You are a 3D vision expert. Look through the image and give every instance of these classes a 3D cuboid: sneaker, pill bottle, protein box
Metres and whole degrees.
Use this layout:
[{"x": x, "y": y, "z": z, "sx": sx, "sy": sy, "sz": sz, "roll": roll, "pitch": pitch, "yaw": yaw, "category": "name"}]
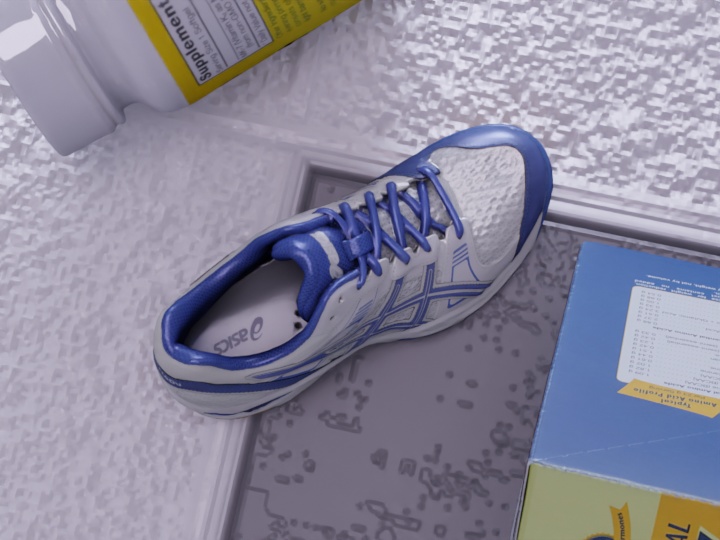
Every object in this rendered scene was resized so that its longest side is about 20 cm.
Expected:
[{"x": 0.000, "y": 0.000, "z": 0.838, "sx": 0.200, "sy": 0.088, "sz": 0.075, "roll": -35, "pitch": 77, "yaw": -3, "category": "sneaker"}, {"x": -0.072, "y": -0.142, "z": 0.855, "sx": 0.200, "sy": 0.114, "sz": 0.115, "roll": -31, "pitch": 79, "yaw": -1, "category": "pill bottle"}, {"x": 0.158, "y": 0.104, "z": 0.729, "sx": 0.198, "sy": 0.200, "sz": 0.135, "roll": 12, "pitch": 115, "yaw": 7, "category": "protein box"}]
